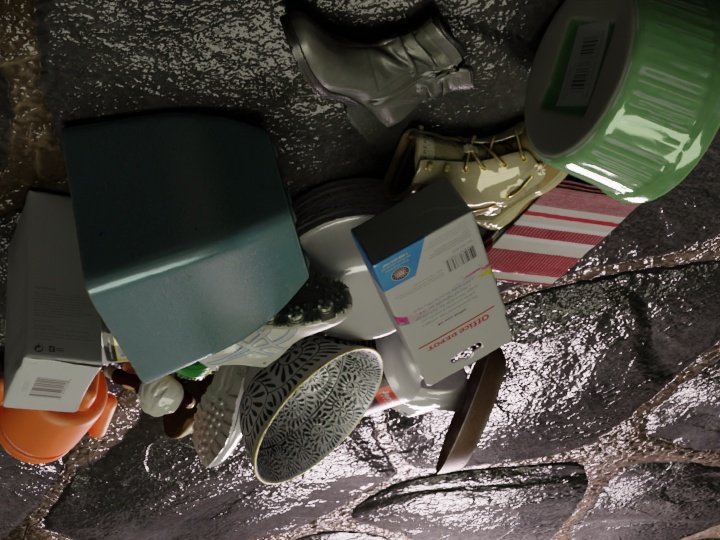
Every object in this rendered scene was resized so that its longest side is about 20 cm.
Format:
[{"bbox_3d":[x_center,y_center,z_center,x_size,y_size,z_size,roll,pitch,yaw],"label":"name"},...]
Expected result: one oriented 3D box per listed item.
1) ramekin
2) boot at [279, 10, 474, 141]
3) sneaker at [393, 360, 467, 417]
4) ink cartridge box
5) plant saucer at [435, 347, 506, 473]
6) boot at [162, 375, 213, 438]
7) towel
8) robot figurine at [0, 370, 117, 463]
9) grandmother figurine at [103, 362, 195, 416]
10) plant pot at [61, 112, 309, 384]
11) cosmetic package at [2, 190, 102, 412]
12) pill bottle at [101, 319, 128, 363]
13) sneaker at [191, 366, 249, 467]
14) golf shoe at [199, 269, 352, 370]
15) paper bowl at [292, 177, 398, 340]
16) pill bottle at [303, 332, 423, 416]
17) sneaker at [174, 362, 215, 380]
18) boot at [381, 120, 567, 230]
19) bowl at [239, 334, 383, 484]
[{"bbox_3d":[0.232,-0.169,1.015,0.097,0.202,0.200,15,141,-21],"label":"ramekin"},{"bbox_3d":[0.020,-0.203,1.036,0.130,0.068,0.200,-27,151,17],"label":"boot"},{"bbox_3d":[0.045,0.163,1.541,0.198,0.076,0.089,8,139,9],"label":"sneaker"},{"bbox_3d":[0.079,0.016,1.186,0.114,0.068,0.201,-28,133,-4],"label":"ink cartridge box"},{"bbox_3d":[0.155,0.188,1.542,0.034,0.201,0.201,22,145,3],"label":"plant saucer"},{"bbox_3d":[-0.178,0.182,1.557,0.153,0.073,0.200,0,160,-33],"label":"boot"},{"bbox_3d":[0.228,-0.044,1.363,0.143,0.023,0.200,6,146,-27],"label":"towel"},{"bbox_3d":[-0.395,0.175,1.446,0.143,0.117,0.200,-23,165,-47],"label":"robot figurine"},{"bbox_3d":[-0.257,0.140,1.394,0.120,0.061,0.200,11,178,-19],"label":"grandmother figurine"},{"bbox_3d":[-0.161,-0.037,1.124,0.198,0.198,0.196,-16,148,-3],"label":"plant pot"},{"bbox_3d":[-0.319,0.032,1.170,0.080,0.202,0.113,9,146,-25],"label":"cosmetic package"},{"bbox_3d":[-0.206,0.042,1.295,0.198,0.115,0.115,-5,147,-8],"label":"pill bottle"},{"bbox_3d":[-0.144,0.159,1.396,0.080,0.076,0.201,2,122,-46],"label":"sneaker"},{"bbox_3d":[-0.096,0.059,1.214,0.198,0.079,0.098,-9,136,15],"label":"golf shoe"},{"bbox_3d":[0.000,0.000,1.271,0.198,0.105,0.202,-4,137,-4],"label":"paper bowl"},{"bbox_3d":[0.000,0.128,1.437,0.198,0.113,0.113,-20,146,16],"label":"pill bottle"},{"bbox_3d":[-0.186,0.086,1.415,0.199,0.078,0.086,12,115,-39],"label":"sneaker"},{"bbox_3d":[0.127,-0.123,1.172,0.154,0.073,0.200,12,145,-28],"label":"boot"},{"bbox_3d":[-0.076,0.142,1.320,0.200,0.094,0.202,-37,151,-24],"label":"bowl"}]
